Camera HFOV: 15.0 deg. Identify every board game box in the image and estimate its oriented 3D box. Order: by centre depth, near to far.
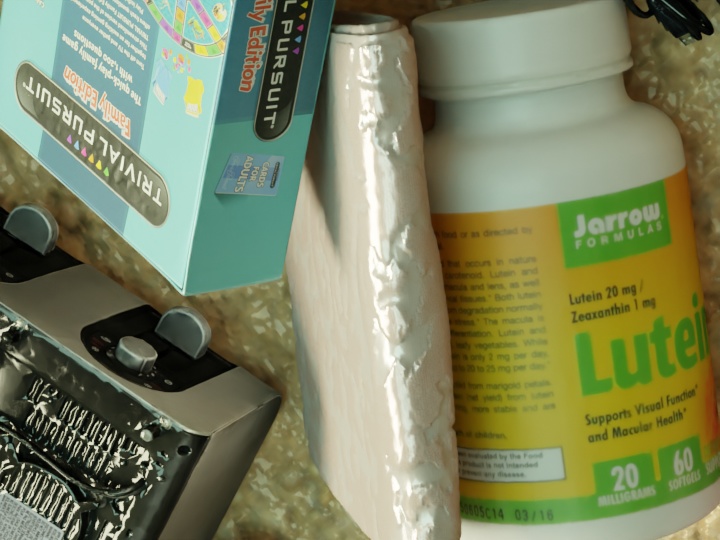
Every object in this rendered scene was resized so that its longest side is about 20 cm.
[{"bbox_3d":[-0.070,-0.116,0.998,0.151,0.047,0.201,40,128,42],"label":"board game box"}]

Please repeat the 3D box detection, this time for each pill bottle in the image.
[{"bbox_3d":[0.073,-0.002,1.046,0.110,0.111,0.201,-5,101,23],"label":"pill bottle"}]

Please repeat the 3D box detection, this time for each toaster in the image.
[{"bbox_3d":[-0.152,0.085,1.155,0.180,0.119,0.201,32,112,13],"label":"toaster"}]

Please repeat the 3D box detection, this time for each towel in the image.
[{"bbox_3d":[0.000,0.000,1.047,0.032,0.191,0.201,-9,100,-10],"label":"towel"}]

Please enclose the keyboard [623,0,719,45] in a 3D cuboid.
[{"bbox_3d":[0.132,-0.122,0.986,0.104,0.040,0.200,-30,118,26],"label":"keyboard"}]
